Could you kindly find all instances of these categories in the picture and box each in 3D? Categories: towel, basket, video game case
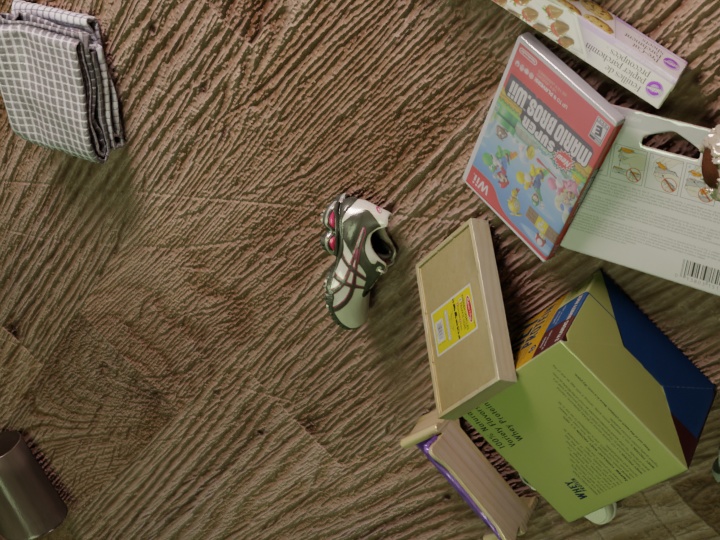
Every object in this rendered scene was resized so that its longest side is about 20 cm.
[{"bbox_3d":[-0.422,-0.259,1.415,0.163,0.086,0.203,18,132,24],"label":"towel"},{"bbox_3d":[-0.752,0.464,2.224,0.177,0.136,0.203,-3,118,31],"label":"basket"},{"bbox_3d":[0.185,-0.125,1.072,0.143,0.017,0.202,48,143,25],"label":"video game case"}]

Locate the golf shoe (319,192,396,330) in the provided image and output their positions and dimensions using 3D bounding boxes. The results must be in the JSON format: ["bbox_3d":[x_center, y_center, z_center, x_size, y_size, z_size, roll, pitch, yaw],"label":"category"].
[{"bbox_3d":[0.000,0.000,1.311,0.087,0.078,0.203,12,130,20],"label":"golf shoe"}]

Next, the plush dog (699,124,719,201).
[{"bbox_3d":[0.416,-0.074,0.873,0.172,0.161,0.200,47,176,-36],"label":"plush dog"}]

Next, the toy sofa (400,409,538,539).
[{"bbox_3d":[0.146,0.291,1.416,0.201,0.098,0.082,49,137,-8],"label":"toy sofa"}]

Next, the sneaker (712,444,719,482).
[{"bbox_3d":[0.491,0.230,1.119,0.197,0.074,0.090,20,136,23],"label":"sneaker"}]

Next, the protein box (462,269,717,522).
[{"bbox_3d":[0.260,0.150,1.185,0.198,0.135,0.200,44,138,-3],"label":"protein box"}]

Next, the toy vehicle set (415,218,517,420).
[{"bbox_3d":[0.120,0.058,1.197,0.026,0.204,0.124,9,150,-29],"label":"toy vehicle set"}]

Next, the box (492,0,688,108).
[{"bbox_3d":[0.217,-0.231,0.981,0.199,0.041,0.039,36,138,9],"label":"box"}]

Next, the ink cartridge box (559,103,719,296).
[{"bbox_3d":[0.308,-0.078,1.034,0.197,0.043,0.176,19,126,25],"label":"ink cartridge box"}]

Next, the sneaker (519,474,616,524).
[{"bbox_3d":[0.251,0.264,1.328,0.200,0.081,0.075,45,136,-5],"label":"sneaker"}]
